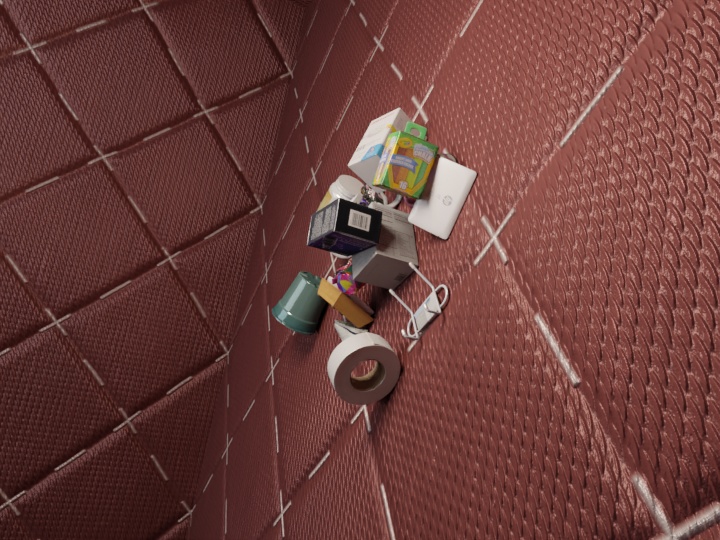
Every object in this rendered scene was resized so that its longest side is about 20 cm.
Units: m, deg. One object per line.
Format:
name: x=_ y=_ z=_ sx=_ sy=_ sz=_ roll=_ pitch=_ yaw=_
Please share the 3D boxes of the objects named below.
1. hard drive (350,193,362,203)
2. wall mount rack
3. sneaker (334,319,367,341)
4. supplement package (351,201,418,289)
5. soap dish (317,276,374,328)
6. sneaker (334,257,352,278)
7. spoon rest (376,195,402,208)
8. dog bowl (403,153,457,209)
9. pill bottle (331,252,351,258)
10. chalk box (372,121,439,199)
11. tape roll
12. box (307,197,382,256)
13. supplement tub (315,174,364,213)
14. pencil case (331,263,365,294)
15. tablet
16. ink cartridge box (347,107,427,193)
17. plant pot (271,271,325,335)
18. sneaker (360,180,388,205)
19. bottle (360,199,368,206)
hard drive: x=-0.082 y=-0.184 z=1.867 sx=0.200 sy=0.027 sz=0.132 roll=-36 pitch=15 yaw=34
wall mount rack: x=0.153 y=0.086 z=1.450 sx=0.200 sy=0.074 sz=0.174 roll=-55 pitch=31 yaw=35
sneaker: x=-0.044 y=0.220 z=1.800 sx=0.200 sy=0.076 sz=0.081 roll=-160 pitch=76 yaw=-67
supplement package: x=0.070 y=-0.074 z=1.625 sx=0.152 sy=0.150 sz=0.200 roll=-48 pitch=36 yaw=45
soap dish: x=-0.055 y=0.107 z=1.775 sx=0.081 sy=0.157 sz=0.200 roll=-50 pitch=25 yaw=-5
sneaker: x=-0.014 y=-0.014 z=1.867 sx=0.200 sy=0.081 sz=0.075 roll=-23 pitch=11 yaw=47
spoon rest: x=0.129 y=-0.290 z=1.753 sx=0.200 sy=0.061 sz=0.099 roll=-58 pitch=28 yaw=4
dog bowl: x=0.200 y=-0.258 z=1.548 sx=0.200 sy=0.074 sz=0.201 roll=-43 pitch=40 yaw=50
pill bottle: x=-0.051 y=-0.126 z=1.907 sx=0.200 sy=0.112 sz=0.112 roll=-77 pitch=11 yaw=-68
chalk box: x=0.131 y=-0.313 z=1.466 sx=0.124 sy=0.124 sz=0.200 roll=-138 pitch=66 yaw=-75
tape roll: x=0.010 y=0.280 z=1.493 sx=0.203 sy=0.202 sz=0.071 roll=-68 pitch=25 yaw=16
box: x=-0.049 y=-0.122 z=1.548 sx=0.200 sy=0.148 sz=0.105 roll=-21 pitch=58 yaw=61
supplement tub: x=-0.075 y=-0.256 z=2.041 sx=0.200 sy=0.144 sz=0.145 roll=-55 pitch=31 yaw=36
pencil case: x=0.000 y=0.000 z=1.690 sx=0.200 sy=0.088 sz=0.088 roll=-36 pitch=-8 yaw=-44
tablet: x=0.223 y=-0.201 z=1.445 sx=0.130 sy=0.014 sz=0.200 roll=29 pitch=108 yaw=21
ink cartridge box: x=0.089 y=-0.381 z=1.677 sx=0.147 sy=0.146 sz=0.200 roll=-8 pitch=50 yaw=52
plant pot: x=-0.224 y=0.122 z=2.107 sx=0.196 sy=0.200 sz=0.200 roll=-60 pitch=28 yaw=14
sneaker: x=0.039 y=-0.266 z=1.875 sx=0.080 sy=0.086 sz=0.200 roll=-51 pitch=34 yaw=44
bottle: x=0.013 y=-0.176 z=1.866 sx=0.065 sy=0.084 sz=0.200 roll=-34 pitch=35 yaw=17
